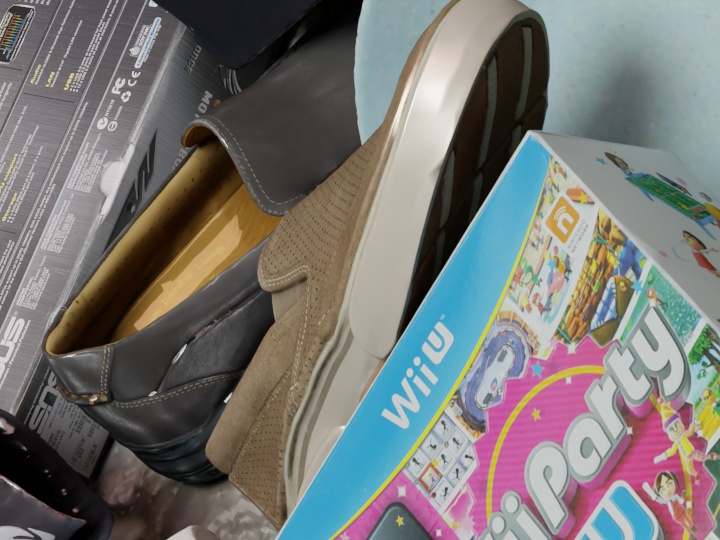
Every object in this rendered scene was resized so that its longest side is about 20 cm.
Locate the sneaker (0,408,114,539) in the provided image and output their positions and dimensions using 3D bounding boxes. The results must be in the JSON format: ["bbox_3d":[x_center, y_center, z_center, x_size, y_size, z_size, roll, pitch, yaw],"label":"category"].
[{"bbox_3d":[-0.131,0.108,0.807,0.112,0.078,0.200,-35,36,24],"label":"sneaker"}]

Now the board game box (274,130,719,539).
[{"bbox_3d":[0.082,0.084,0.711,0.200,0.064,0.148,50,121,36],"label":"board game box"}]

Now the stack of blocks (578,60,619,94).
[{"bbox_3d":[0.139,-0.130,0.839,0.200,0.059,0.115,-45,48,7],"label":"stack of blocks"}]

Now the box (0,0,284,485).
[{"bbox_3d":[-0.125,-0.033,0.989,0.158,0.048,0.200,11,73,41],"label":"box"}]

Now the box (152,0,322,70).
[{"bbox_3d":[-0.051,-0.209,0.894,0.200,0.197,0.117,-59,11,-20],"label":"box"}]

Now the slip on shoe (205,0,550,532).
[{"bbox_3d":[0.000,0.000,0.794,0.061,0.200,0.076,30,47,17],"label":"slip on shoe"}]

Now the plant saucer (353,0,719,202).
[{"bbox_3d":[0.089,-0.036,0.778,0.201,0.201,0.039,2,23,37],"label":"plant saucer"}]

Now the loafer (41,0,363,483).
[{"bbox_3d":[-0.025,-0.029,0.895,0.073,0.072,0.200,26,82,43],"label":"loafer"}]

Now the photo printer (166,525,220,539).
[{"bbox_3d":[-0.056,0.171,0.784,0.166,0.069,0.200,-51,30,2],"label":"photo printer"}]
